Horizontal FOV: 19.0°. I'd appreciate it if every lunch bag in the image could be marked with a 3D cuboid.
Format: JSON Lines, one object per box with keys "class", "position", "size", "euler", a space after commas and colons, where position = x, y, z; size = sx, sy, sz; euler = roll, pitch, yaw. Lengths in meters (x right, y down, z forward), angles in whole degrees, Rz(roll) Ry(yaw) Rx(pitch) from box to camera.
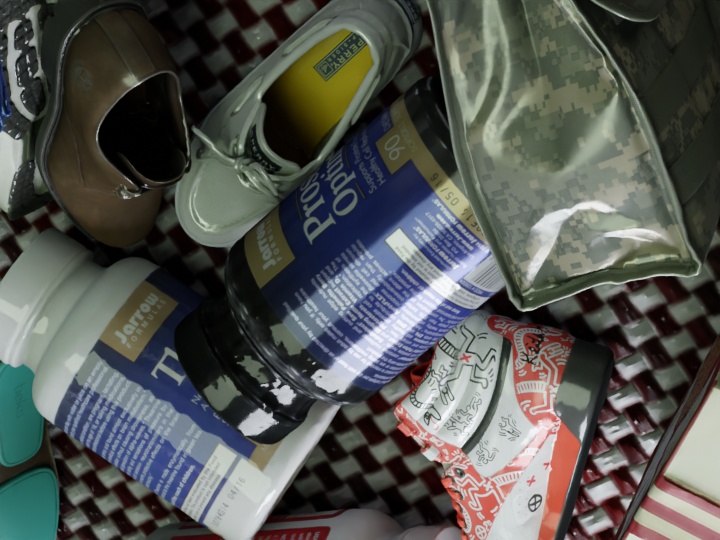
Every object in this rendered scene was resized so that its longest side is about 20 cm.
{"class": "lunch bag", "position": [0.105, -0.112, 1.029], "size": [0.117, 0.164, 0.200], "euler": [-14, 112, 26]}

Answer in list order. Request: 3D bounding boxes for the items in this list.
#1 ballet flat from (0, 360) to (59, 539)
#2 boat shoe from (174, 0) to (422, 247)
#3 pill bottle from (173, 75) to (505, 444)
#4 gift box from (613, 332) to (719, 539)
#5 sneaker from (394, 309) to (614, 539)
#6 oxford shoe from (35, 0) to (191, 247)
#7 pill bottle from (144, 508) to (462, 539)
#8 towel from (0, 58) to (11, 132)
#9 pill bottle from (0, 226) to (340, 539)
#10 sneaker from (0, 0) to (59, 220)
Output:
{"class": "ballet flat", "position": [-0.231, 0.118, 1.371], "size": [0.065, 0.070, 0.200], "euler": [31, 127, 38]}
{"class": "boat shoe", "position": [-0.046, -0.070, 1.165], "size": [0.075, 0.086, 0.202], "euler": [45, 124, -5]}
{"class": "pill bottle", "position": [0.000, 0.000, 1.139], "size": [0.200, 0.112, 0.112], "euler": [-41, 97, 17]}
{"class": "gift box", "position": [0.238, 0.132, 1.091], "size": [0.186, 0.200, 0.185], "euler": [27, 129, 6]}
{"class": "sneaker", "position": [0.070, 0.114, 1.228], "size": [0.108, 0.067, 0.202], "euler": [19, 119, 12]}
{"class": "oxford shoe", "position": [-0.131, -0.063, 1.175], "size": [0.084, 0.073, 0.200], "euler": [53, 161, 25]}
{"class": "pill bottle", "position": [-0.033, 0.201, 1.291], "size": [0.200, 0.112, 0.112], "euler": [-8, 113, 27]}
{"class": "towel", "position": [-0.244, -0.139, 1.168], "size": [0.200, 0.024, 0.145], "euler": [-2, 98, 61]}
{"class": "pill bottle", "position": [-0.119, 0.062, 1.253], "size": [0.200, 0.111, 0.111], "euler": [33, 125, 3]}
{"class": "sneaker", "position": [-0.205, -0.113, 1.198], "size": [0.089, 0.077, 0.200], "euler": [39, 147, 18]}
